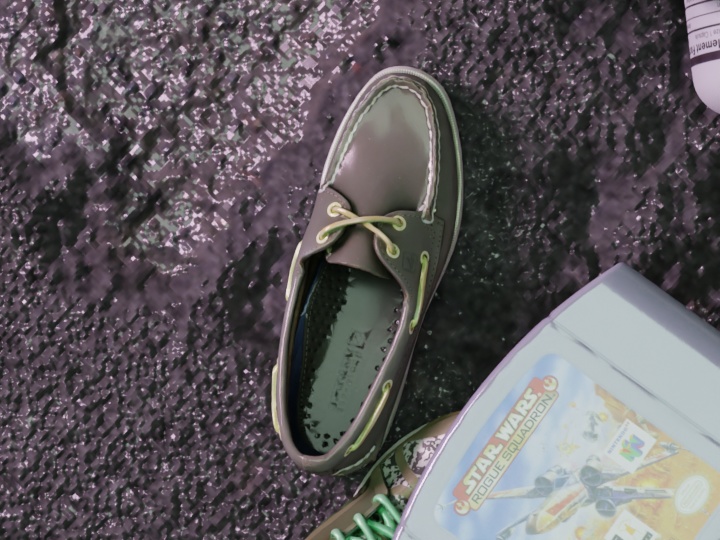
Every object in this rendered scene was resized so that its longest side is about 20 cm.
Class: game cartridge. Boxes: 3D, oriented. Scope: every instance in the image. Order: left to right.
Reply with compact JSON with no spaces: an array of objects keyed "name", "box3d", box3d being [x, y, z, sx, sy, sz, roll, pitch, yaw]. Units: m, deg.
[{"name":"game cartridge","box3d":[0.100,0.104,1.299,0.133,0.042,0.200,35,91,1]}]

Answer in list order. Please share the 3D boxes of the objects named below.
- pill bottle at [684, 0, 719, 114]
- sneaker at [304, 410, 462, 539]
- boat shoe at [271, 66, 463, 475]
[{"name":"pill bottle","box3d":[0.203,-0.143,1.303,0.112,0.112,0.201,-7,89,9]},{"name":"sneaker","box3d":[-0.002,0.145,1.345,0.200,0.089,0.077,-43,83,6]},{"name":"boat shoe","box3d":[0.003,0.001,1.359,0.072,0.060,0.203,13,92,9]}]
